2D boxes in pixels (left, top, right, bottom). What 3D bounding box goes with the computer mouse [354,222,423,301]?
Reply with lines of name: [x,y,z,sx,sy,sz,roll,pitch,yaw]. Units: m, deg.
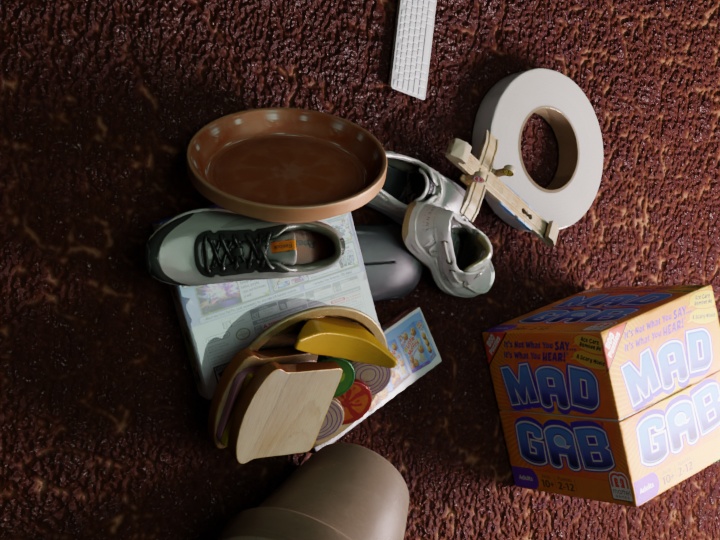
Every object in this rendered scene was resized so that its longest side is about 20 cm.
computer mouse: [0.000,0.000,1.302,0.198,0.052,0.140,-11,94,-36]

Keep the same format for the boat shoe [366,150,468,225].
boat shoe: [0.060,-0.093,1.340,0.199,0.065,0.073,22,75,-34]

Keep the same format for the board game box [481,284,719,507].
board game box: [0.300,0.141,1.424,0.199,0.199,0.202,-18,98,-34]

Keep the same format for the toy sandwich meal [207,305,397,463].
toy sandwich meal: [-0.051,0.122,1.179,0.203,0.070,0.207,-17,130,-21]

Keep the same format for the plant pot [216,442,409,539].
plant pot: [-0.031,0.276,1.203,0.201,0.199,0.175,56,42,-20]

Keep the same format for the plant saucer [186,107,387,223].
plant saucer: [-0.073,-0.103,1.179,0.199,0.200,0.033,-24,134,-34]

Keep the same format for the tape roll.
tape roll: [0.222,-0.149,1.480,0.201,0.037,0.205,1,88,-37]

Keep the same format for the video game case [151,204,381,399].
video game case: [-0.092,0.012,1.211,0.198,0.045,0.183,-17,99,-21]

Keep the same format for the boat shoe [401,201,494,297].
boat shoe: [0.117,-0.016,1.345,0.200,0.069,0.072,35,65,-55]

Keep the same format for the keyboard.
keyboard: [0.066,-0.303,1.388,0.056,0.011,0.202,12,82,-35]

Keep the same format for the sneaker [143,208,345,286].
sneaker: [-0.108,-0.024,1.138,0.198,0.079,0.075,-6,96,-21]

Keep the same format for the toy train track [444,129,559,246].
toy train track: [0.176,-0.091,1.395,0.199,0.032,0.116,37,61,-33]

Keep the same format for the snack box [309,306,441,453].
snack box: [0.005,0.119,1.318,0.199,0.024,0.072,-33,106,-32]
